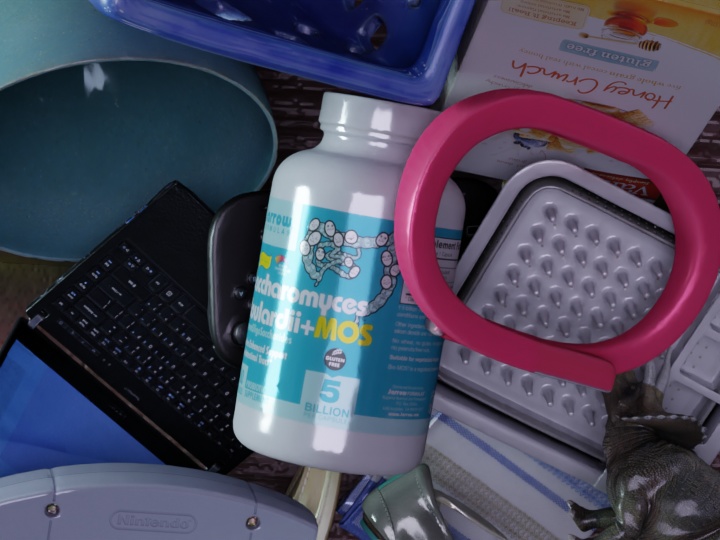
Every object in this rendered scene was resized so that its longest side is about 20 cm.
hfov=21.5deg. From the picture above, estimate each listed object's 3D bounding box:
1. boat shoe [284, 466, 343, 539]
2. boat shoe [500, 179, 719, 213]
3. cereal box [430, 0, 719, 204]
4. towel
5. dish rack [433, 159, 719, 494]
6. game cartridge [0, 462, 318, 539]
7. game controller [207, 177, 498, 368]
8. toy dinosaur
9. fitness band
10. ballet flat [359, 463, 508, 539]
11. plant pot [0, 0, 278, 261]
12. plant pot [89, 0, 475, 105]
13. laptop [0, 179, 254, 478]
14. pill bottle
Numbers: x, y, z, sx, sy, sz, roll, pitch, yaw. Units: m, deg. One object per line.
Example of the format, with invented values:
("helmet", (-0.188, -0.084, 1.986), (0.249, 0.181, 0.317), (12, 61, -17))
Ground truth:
("boat shoe", (-0.069, 0.194, 1.184), (0.065, 0.072, 0.201), (24, 101, -2))
("boat shoe", (0.176, -0.013, 1.165), (0.198, 0.073, 0.065), (17, 112, -3))
("cereal box", (0.123, -0.107, 1.038), (0.143, 0.200, 0.040), (12, 61, -5))
("towel", (0.096, 0.115, 1.181), (0.146, 0.024, 0.200), (35, 101, -14))
("dish rack", (0.140, 0.033, 1.118), (0.199, 0.044, 0.172), (26, 111, -13))
("game cartridge", (-0.129, 0.178, 1.102), (0.198, 0.041, 0.134), (6, 111, -17))
("game controller", (0.000, 0.000, 1.138), (0.199, 0.042, 0.105), (-5, 108, -27))
("toy dinosaur", (0.181, 0.147, 1.070), (0.102, 0.077, 0.201), (-37, 86, 13))
("fitness band", (0.107, -0.017, 1.025), (0.199, 0.037, 0.145), (18, 91, -26))
("ballet flat", (0.078, 0.200, 1.161), (0.064, 0.067, 0.200), (-39, 108, -2))
("plant pot", (-0.156, -0.115, 1.114), (0.198, 0.201, 0.136), (-13, 60, 2))
("plant pot", (-0.047, -0.217, 0.988), (0.199, 0.180, 0.201), (13, 101, -31))
("laptop", (-0.119, 0.085, 1.126), (0.200, 0.104, 0.177), (-39, 119, 14))
("pill bottle", (-0.003, 0.006, 1.056), (0.110, 0.111, 0.202), (9, 93, 0))
